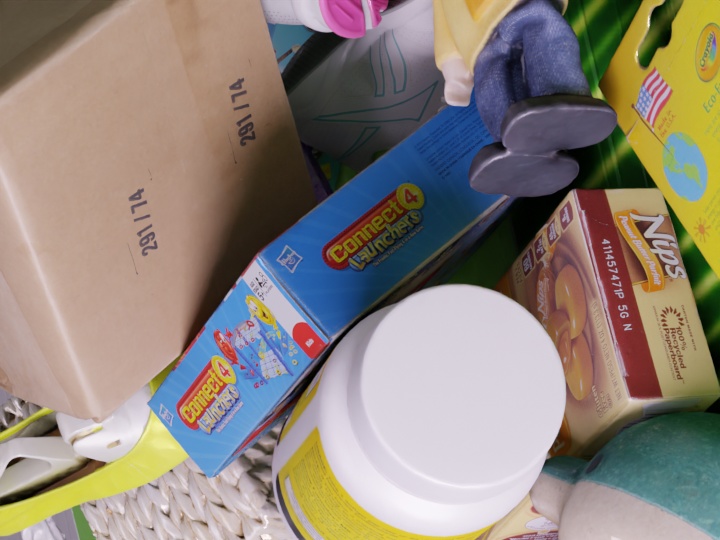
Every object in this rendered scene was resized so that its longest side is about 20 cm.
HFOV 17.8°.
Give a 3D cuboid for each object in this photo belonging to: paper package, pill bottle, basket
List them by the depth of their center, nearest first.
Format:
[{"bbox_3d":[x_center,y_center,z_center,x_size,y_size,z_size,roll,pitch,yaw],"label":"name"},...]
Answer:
[{"bbox_3d":[0.027,0.080,1.106,0.200,0.114,0.115,124,126,-70],"label":"pill bottle"},{"bbox_3d":[-0.129,-0.060,1.172,0.103,0.191,0.200,20,140,40],"label":"paper package"},{"bbox_3d":[-0.088,0.129,1.388,0.161,0.200,0.198,-47,58,25],"label":"basket"}]

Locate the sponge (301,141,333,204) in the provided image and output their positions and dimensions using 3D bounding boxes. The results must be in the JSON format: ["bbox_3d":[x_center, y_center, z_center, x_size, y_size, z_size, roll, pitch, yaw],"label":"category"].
[{"bbox_3d":[-0.113,-0.019,1.315,0.030,0.200,0.112,53,-171,-52],"label":"sponge"}]

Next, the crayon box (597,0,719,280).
[{"bbox_3d":[0.189,-0.049,0.992,0.200,0.051,0.127,60,149,24],"label":"crayon box"}]

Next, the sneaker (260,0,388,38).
[{"bbox_3d":[-0.030,-0.216,1.199,0.088,0.081,0.201,-1,68,31],"label":"sneaker"}]

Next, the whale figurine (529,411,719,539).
[{"bbox_3d":[0.157,0.126,1.104,0.159,0.104,0.200,33,169,0],"label":"whale figurine"}]

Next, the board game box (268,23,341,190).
[{"bbox_3d":[-0.053,-0.150,1.388,0.151,0.047,0.200,56,147,30],"label":"board game box"}]

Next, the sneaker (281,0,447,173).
[{"bbox_3d":[0.030,-0.120,1.242,0.080,0.071,0.200,38,139,-14],"label":"sneaker"}]

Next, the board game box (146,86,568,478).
[{"bbox_3d":[0.000,0.000,1.200,0.056,0.200,0.196,48,147,5],"label":"board game box"}]

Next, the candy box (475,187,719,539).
[{"bbox_3d":[0.104,0.056,1.173,0.200,0.055,0.116,125,139,-55],"label":"candy box"}]

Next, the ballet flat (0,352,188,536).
[{"bbox_3d":[-0.160,0.097,1.287,0.200,0.067,0.067,-28,63,27],"label":"ballet flat"}]

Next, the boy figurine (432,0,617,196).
[{"bbox_3d":[0.066,-0.139,1.097,0.124,0.064,0.200,-52,45,49],"label":"boy figurine"}]
